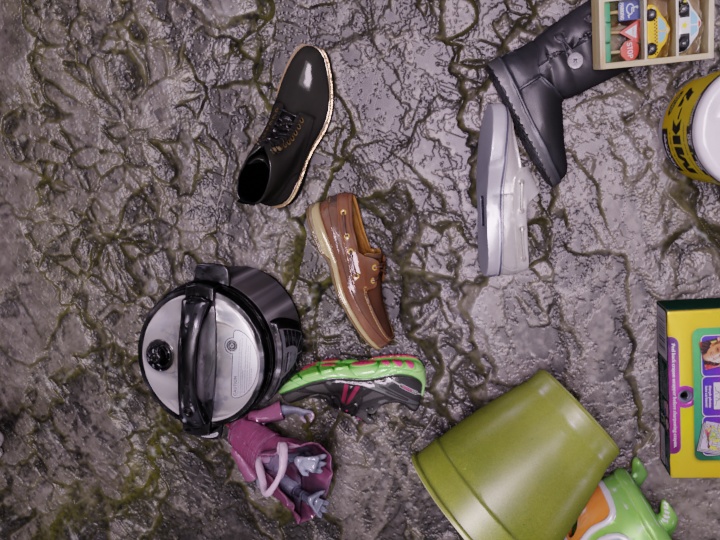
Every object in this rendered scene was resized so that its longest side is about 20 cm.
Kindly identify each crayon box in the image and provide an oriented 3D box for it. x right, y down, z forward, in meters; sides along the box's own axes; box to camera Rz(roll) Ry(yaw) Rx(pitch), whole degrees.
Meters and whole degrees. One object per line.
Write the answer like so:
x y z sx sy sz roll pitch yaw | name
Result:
0.443 0.136 0.865 0.168 0.058 0.206 -3 99 10 | crayon box

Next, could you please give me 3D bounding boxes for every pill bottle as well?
0.376 -0.146 0.759 0.111 0.200 0.118 2 99 10 | pill bottle

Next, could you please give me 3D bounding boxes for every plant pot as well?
0.194 0.229 0.873 0.193 0.200 0.201 -44 89 3 | plant pot

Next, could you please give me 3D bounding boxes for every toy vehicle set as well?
0.304 -0.321 0.774 0.121 0.027 0.205 -6 103 1 | toy vehicle set

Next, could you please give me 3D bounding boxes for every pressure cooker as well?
-0.174 0.095 0.906 0.178 0.200 0.177 -38 89 14 | pressure cooker

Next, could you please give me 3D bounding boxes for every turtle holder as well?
0.325 0.334 0.886 0.130 0.142 0.186 -33 123 8 | turtle holder

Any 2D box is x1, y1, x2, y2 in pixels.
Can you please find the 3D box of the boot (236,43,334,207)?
-0.088 -0.170 0.878 0.076 0.138 0.205 14 100 8 | boot

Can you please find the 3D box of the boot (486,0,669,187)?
0.267 -0.216 0.846 0.197 0.066 0.167 -29 100 6 | boot

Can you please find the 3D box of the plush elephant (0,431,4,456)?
-0.585 0.249 1.050 0.152 0.165 0.203 -18 135 -21 | plush elephant

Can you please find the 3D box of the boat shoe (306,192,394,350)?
0.000 0.000 0.923 0.066 0.072 0.204 -23 92 16 | boat shoe

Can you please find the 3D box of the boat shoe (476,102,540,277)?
0.178 -0.095 0.879 0.068 0.071 0.206 -3 99 -5 | boat shoe

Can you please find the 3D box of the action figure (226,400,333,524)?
-0.125 0.240 0.948 0.198 0.148 0.137 26 95 39 | action figure

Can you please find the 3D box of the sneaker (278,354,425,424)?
-0.013 0.158 0.949 0.195 0.077 0.086 -5 94 13 | sneaker
